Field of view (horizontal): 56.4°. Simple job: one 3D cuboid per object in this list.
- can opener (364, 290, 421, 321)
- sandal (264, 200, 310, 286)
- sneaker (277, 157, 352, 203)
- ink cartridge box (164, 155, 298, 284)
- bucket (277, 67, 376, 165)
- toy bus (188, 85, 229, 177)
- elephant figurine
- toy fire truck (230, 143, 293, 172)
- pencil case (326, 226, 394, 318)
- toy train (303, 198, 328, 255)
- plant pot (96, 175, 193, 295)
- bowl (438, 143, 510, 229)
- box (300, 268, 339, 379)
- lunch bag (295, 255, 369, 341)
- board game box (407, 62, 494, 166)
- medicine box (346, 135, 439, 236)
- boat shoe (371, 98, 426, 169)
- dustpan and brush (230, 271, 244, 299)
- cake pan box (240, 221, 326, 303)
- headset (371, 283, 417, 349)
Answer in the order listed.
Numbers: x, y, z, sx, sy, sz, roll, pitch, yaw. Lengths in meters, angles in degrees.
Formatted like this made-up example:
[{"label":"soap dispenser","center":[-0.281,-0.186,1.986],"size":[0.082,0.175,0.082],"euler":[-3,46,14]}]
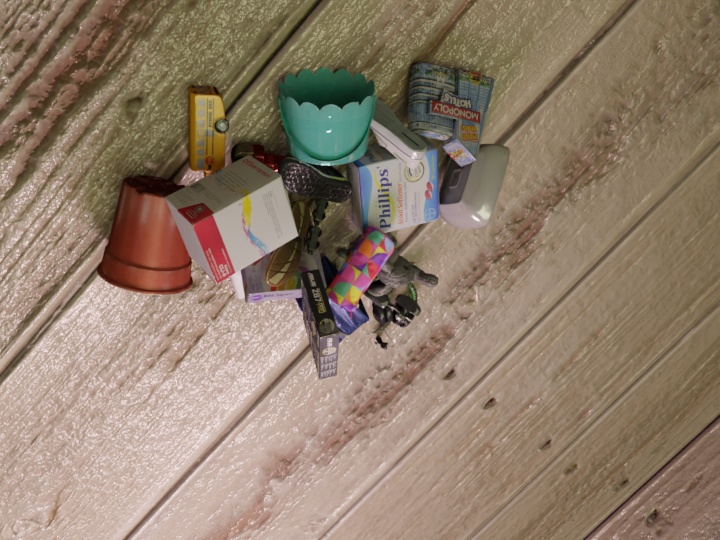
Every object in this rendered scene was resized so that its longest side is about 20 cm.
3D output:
[{"label":"can opener","center":[0.061,0.065,1.716],"size":[0.198,0.053,0.067],"euler":[32,93,-5]},{"label":"sandal","center":[-0.166,-0.059,1.472],"size":[0.080,0.053,0.204],"euler":[36,65,-50]},{"label":"sneaker","center":[-0.104,-0.204,1.458],"size":[0.198,0.084,0.072],"euler":[19,123,-41]},{"label":"ink cartridge box","center":[-0.248,-0.105,1.318],"size":[0.198,0.145,0.147],"euler":[-32,130,-21]},{"label":"bucket","center":[-0.069,-0.318,1.390],"size":[0.203,0.208,0.137],"euler":[-11,128,-16]},{"label":"toy bus","center":[-0.316,-0.272,1.392],"size":[0.077,0.065,0.203],"euler":[-4,121,-20]},{"label":"elephant figurine","center":[0.066,-0.007,1.627],"size":[0.155,0.201,0.141],"euler":[-42,126,6]},{"label":"toy fire truck","center":[-0.186,-0.188,1.479],"size":[0.196,0.129,0.179],"euler":[0,120,-11]},{"label":"pencil case","center":[0.000,0.000,1.522],"size":[0.088,0.088,0.202],"euler":[34,87,-35]},{"label":"toy train","center":[-0.096,-0.132,1.528],"size":[0.034,0.046,0.204],"euler":[17,76,-19]},{"label":"plant pot","center":[-0.430,-0.081,1.394],"size":[0.197,0.201,0.199],"euler":[7,108,-26]},{"label":"bowl","center":[0.252,-0.204,1.573],"size":[0.073,0.199,0.203],"euler":[18,88,-21]},{"label":"box","center":[-0.090,0.119,1.457],"size":[0.048,0.163,0.201],"euler":[-11,147,-11]},{"label":"lunch bag","center":[-0.079,0.085,1.661],"size":[0.131,0.137,0.201],"euler":[-36,125,6]},{"label":"board game box","center":[0.204,-0.346,1.504],"size":[0.196,0.061,0.204],"euler":[7,80,-26]},{"label":"medicine box","center":[0.076,-0.199,1.577],"size":[0.196,0.103,0.185],"euler":[-15,124,-14]},{"label":"boat shoe","center":[0.058,-0.299,1.475],"size":[0.073,0.200,0.067],"euler":[-29,157,-35]},{"label":"dustpan and brush","center":[-0.214,-0.023,1.600],"size":[0.196,0.058,0.142],"euler":[-15,125,-6]},{"label":"cake pan box","center":[-0.183,-0.032,1.525],"size":[0.181,0.203,0.052],"euler":[-2,152,-21]},{"label":"headset","center":[0.080,0.112,1.800],"size":[0.121,0.094,0.204],"euler":[7,101,-21]}]
